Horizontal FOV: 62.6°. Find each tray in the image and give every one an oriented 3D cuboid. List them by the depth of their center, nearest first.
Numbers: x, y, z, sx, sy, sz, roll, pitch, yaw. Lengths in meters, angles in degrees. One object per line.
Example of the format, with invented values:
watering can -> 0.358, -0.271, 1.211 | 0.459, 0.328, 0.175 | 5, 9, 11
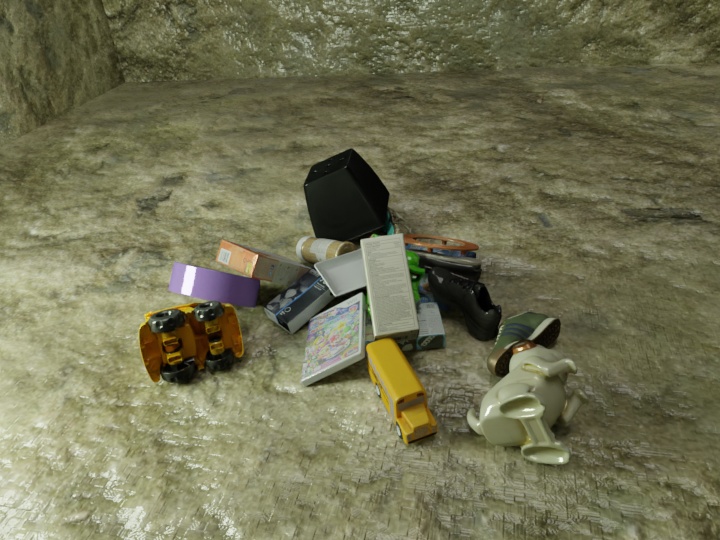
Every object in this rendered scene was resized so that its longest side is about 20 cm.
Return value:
tray -> 0.000, 0.000, 1.360 | 0.197, 0.022, 0.108 | -18, 53, -28

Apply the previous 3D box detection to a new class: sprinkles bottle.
sprinkles bottle -> -0.086, -0.045, 1.466 | 0.067, 0.070, 0.198 | -27, 21, -29

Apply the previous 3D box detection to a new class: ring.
ring -> 0.186, -0.062, 1.421 | 0.195, 0.020, 0.201 | 6, 12, -1

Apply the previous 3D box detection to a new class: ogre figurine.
ogre figurine -> 0.073, 0.019, 1.283 | 0.117, 0.100, 0.202 | 7, 37, -7

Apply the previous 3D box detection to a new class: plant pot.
plant pot -> -0.048, -0.209, 1.608 | 0.196, 0.180, 0.201 | -19, 27, 19

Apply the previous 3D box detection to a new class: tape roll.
tape roll -> -0.328, 0.032, 1.337 | 0.195, 0.067, 0.200 | 11, -3, 0

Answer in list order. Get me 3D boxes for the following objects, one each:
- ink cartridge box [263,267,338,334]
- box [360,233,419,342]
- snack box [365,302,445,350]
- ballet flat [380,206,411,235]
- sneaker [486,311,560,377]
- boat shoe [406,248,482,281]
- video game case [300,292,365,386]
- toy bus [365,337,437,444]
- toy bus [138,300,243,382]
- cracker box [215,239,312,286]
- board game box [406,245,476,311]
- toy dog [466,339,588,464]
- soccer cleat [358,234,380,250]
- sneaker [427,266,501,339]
ink cartridge box -> -0.118, 0.054, 1.359 | 0.199, 0.040, 0.099 | -40, 43, -26
box -> 0.058, 0.037, 1.189 | 0.093, 0.078, 0.205 | -7, 70, 0
snack box -> 0.075, 0.122, 1.252 | 0.195, 0.038, 0.117 | -5, 30, 1
ballet flat -> 0.095, -0.121, 1.613 | 0.074, 0.069, 0.201 | 7, 25, -17
sneaker -> 0.301, 0.139, 1.169 | 0.198, 0.068, 0.089 | -26, 29, -29
boat shoe -> 0.179, -0.009, 1.346 | 0.196, 0.058, 0.066 | 11, 12, 28
video game case -> -0.053, 0.137, 1.216 | 0.141, 0.018, 0.201 | -28, 27, 17
toy bus -> 0.071, 0.214, 1.070 | 0.064, 0.080, 0.201 | -14, 33, -13
toy bus -> -0.360, 0.128, 1.255 | 0.196, 0.139, 0.192 | -13, 17, -15
cracker box -> -0.224, -0.012, 1.400 | 0.132, 0.059, 0.198 | 20, 3, 36
board game box -> 0.154, 0.005, 1.418 | 0.195, 0.044, 0.200 | 11, 36, 26
toy dog -> 0.292, 0.212, 1.010 | 0.192, 0.141, 0.200 | -29, 13, 44
soccer cleat -> 0.007, -0.027, 1.473 | 0.083, 0.070, 0.202 | -2, 36, 14
sneaker -> 0.225, 0.049, 1.249 | 0.075, 0.092, 0.199 | -29, 58, -33
